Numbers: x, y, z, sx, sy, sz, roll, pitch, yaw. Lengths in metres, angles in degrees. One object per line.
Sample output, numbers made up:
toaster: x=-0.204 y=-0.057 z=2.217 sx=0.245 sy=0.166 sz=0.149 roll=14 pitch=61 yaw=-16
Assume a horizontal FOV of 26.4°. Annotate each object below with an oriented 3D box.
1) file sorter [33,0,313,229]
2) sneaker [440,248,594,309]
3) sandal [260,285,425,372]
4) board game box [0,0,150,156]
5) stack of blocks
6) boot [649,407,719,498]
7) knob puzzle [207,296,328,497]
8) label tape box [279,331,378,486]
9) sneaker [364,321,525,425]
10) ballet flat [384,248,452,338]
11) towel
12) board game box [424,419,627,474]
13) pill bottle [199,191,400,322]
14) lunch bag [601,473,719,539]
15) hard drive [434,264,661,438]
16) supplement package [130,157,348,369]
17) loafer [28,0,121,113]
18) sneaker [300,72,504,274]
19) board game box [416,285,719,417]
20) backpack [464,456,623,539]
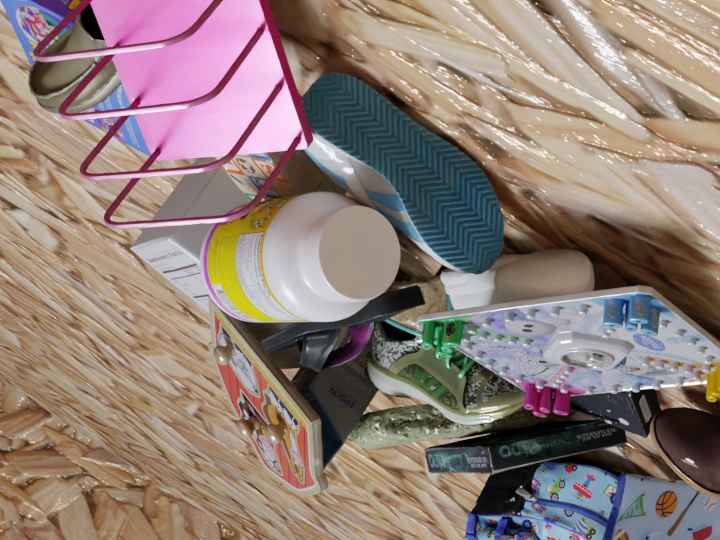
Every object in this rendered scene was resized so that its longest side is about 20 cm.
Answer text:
file sorter: x=-0.143 y=-0.142 z=1.095 sx=0.139 sy=0.125 sz=0.200 roll=-3 pitch=124 yaw=24
sneaker: x=0.137 y=0.033 z=1.243 sx=0.200 sy=0.075 sz=0.089 roll=4 pitch=112 yaw=70
sandal: x=-0.020 y=0.057 z=1.314 sx=0.200 sy=0.075 sz=0.048 roll=-20 pitch=85 yaw=53
board game box: x=-0.245 y=-0.194 z=1.396 sx=0.134 sy=0.045 sz=0.200 roll=29 pitch=160 yaw=15
stack of blocks: x=-0.104 y=-0.129 z=1.303 sx=0.115 sy=0.059 sz=0.200 roll=13 pitch=152 yaw=46
boot: x=0.340 y=0.136 z=1.240 sx=0.200 sy=0.072 sz=0.166 roll=30 pitch=148 yaw=17
knob puzzle: x=-0.098 y=0.142 z=1.468 sx=0.220 sy=0.030 sz=0.220 roll=47 pitch=155 yaw=31
label tape box: x=-0.028 y=0.114 z=1.539 sx=0.066 sy=0.200 sz=0.143 roll=38 pitch=160 yaw=-6
sneaker: x=0.076 y=0.078 z=1.392 sx=0.200 sy=0.077 sz=0.089 roll=11 pitch=133 yaw=38
ballet flat: x=0.000 y=0.000 z=1.375 sx=0.200 sy=0.065 sz=0.070 roll=19 pitch=-166 yaw=26
towel: x=0.096 y=0.145 z=1.489 sx=0.200 sy=0.037 sz=0.148 roll=-5 pitch=172 yaw=-13
board game box: x=0.154 y=0.169 z=1.479 sx=0.200 sy=0.135 sz=0.028 roll=154 pitch=105 yaw=-73
pill bottle: x=-0.048 y=-0.010 z=1.248 sx=0.104 sy=0.104 sz=0.200 roll=42 pitch=159 yaw=-21
lunch bag: x=0.353 y=0.285 z=1.463 sx=0.200 sy=0.124 sz=0.170 roll=29 pitch=166 yaw=-30
hard drive: x=0.165 y=0.070 z=1.374 sx=0.200 sy=0.038 sz=0.140 roll=20 pitch=156 yaw=34
supplement package: x=-0.099 y=-0.009 z=1.490 sx=0.200 sy=0.117 sz=0.117 roll=41 pitch=159 yaw=-17
loafer: x=-0.204 y=-0.190 z=1.221 sx=0.200 sy=0.076 sz=0.067 roll=-26 pitch=139 yaw=34
sneaker: x=0.032 y=-0.074 z=1.210 sx=0.200 sy=0.077 sz=0.081 roll=44 pitch=167 yaw=-5
board game box: x=0.177 y=0.069 z=1.201 sx=0.200 sy=0.026 sz=0.200 roll=-9 pitch=154 yaw=35
backpack: x=0.233 y=0.279 z=1.615 sx=0.183 sy=0.135 sz=0.200 roll=42 pitch=156 yaw=-24
